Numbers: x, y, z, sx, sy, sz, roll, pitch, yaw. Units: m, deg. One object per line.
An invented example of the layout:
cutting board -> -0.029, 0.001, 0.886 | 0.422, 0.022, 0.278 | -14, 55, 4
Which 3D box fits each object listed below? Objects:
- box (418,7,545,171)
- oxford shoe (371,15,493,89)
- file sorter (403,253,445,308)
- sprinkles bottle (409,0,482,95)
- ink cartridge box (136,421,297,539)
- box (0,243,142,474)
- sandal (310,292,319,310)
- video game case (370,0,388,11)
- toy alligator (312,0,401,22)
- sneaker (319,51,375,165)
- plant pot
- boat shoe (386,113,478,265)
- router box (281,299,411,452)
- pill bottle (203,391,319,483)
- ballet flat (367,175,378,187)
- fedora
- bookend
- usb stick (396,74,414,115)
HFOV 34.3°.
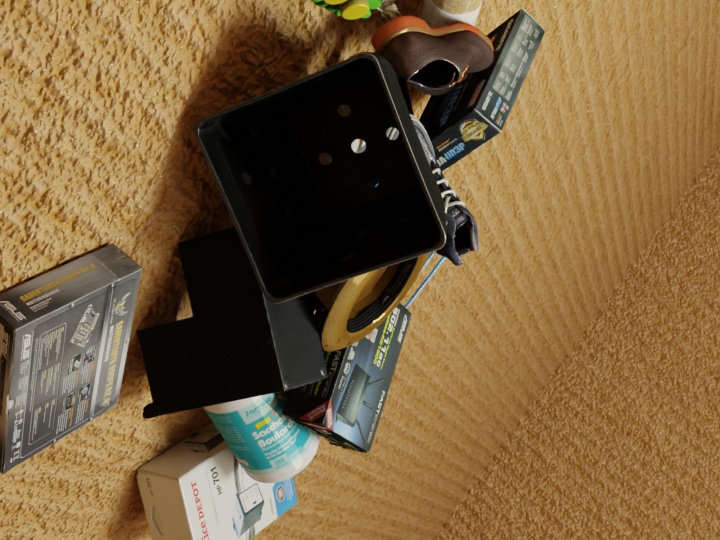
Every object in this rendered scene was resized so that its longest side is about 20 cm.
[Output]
box -> 0.137, -0.214, 1.448 | 0.159, 0.046, 0.200 | -31, -154, 50
oxford shoe -> 0.092, -0.231, 1.304 | 0.200, 0.073, 0.071 | -8, 153, -49
file sorter -> 0.026, -0.048, 1.540 | 0.139, 0.122, 0.200 | -52, 158, -7
sprinkles bottle -> 0.101, -0.292, 1.371 | 0.068, 0.068, 0.200 | -43, 164, -27
ink cartridge box -> -0.188, 0.292, 1.567 | 0.200, 0.086, 0.147 | -31, 117, -48
box -> -0.302, 0.087, 1.158 | 0.158, 0.048, 0.201 | -32, 150, -45
sandal -> -0.072, 0.014, 1.509 | 0.082, 0.055, 0.200 | -45, 167, 2
video game case -> 0.071, -0.394, 1.257 | 0.200, 0.025, 0.181 | -40, 154, -33
toy alligator -> -0.019, -0.283, 1.195 | 0.054, 0.060, 0.200 | -18, 163, 21
sneaker -> -0.019, -0.162, 1.343 | 0.079, 0.078, 0.200 | -7, 136, -58
plant pot -> -0.022, -0.109, 1.205 | 0.199, 0.200, 0.177 | -19, -168, 18
boat shoe -> 0.086, -0.094, 1.365 | 0.075, 0.093, 0.200 | -42, 137, -19
router box -> -0.013, 0.116, 1.475 | 0.150, 0.062, 0.201 | 42, 63, -59
pill bottle -> -0.137, 0.165, 1.465 | 0.111, 0.111, 0.200 | -44, 127, -24
ballet flat -> -0.024, -0.100, 1.441 | 0.200, 0.066, 0.057 | -43, 157, -8
fedora -> 0.000, 0.000, 1.338 | 0.201, 0.082, 0.201 | -44, 161, -19
bookend -> -0.161, 0.048, 1.301 | 0.199, 0.200, 0.092 | -15, 177, 29
usb stick -> 0.040, -0.206, 1.460 | 0.056, 0.033, 0.200 | -57, 159, -13
